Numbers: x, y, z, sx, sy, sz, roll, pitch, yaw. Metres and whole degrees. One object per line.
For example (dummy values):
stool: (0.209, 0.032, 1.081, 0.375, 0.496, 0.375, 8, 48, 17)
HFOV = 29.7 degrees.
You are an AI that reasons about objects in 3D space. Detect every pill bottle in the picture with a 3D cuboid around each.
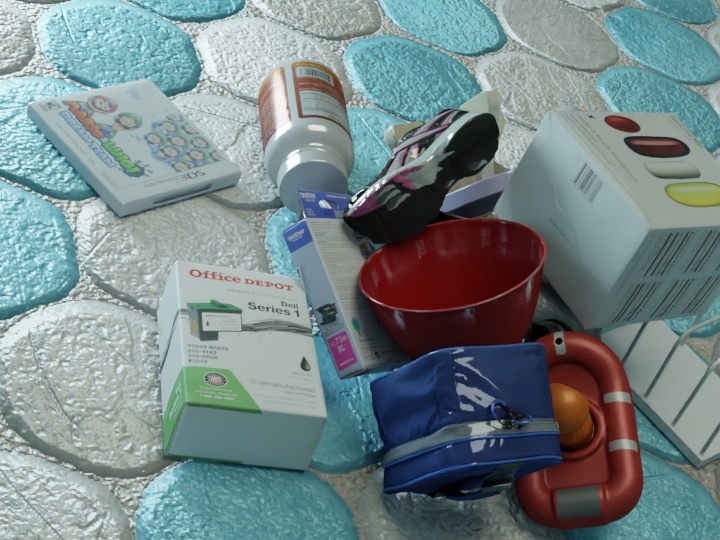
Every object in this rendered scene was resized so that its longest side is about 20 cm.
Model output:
pill bottle: (-0.066, -0.161, 1.664, 0.111, 0.113, 0.201, 10, 40, -17)

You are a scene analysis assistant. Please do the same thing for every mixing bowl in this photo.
mixing bowl: (0.103, 0.037, 1.422, 0.198, 0.109, 0.201, -9, 27, 5)

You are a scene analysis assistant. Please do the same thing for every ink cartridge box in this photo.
ink cartridge box: (-0.122, 0.091, 1.352, 0.145, 0.085, 0.201, 8, 40, -19)
ink cartridge box: (-0.017, 0.013, 1.443, 0.119, 0.042, 0.202, -2, 70, -61)

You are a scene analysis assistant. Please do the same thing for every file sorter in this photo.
file sorter: (0.390, 0.099, 1.576, 0.138, 0.125, 0.200, -15, 52, -38)

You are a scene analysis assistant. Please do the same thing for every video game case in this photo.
video game case: (-0.269, -0.152, 1.620, 0.181, 0.024, 0.200, -20, 54, -42)

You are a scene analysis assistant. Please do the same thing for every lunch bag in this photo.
lunch bag: (0.104, 0.152, 1.296, 0.135, 0.200, 0.134, -1, 75, -25)

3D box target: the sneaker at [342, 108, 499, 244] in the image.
sneaker: (0.059, -0.107, 1.489, 0.199, 0.081, 0.086, -36, 34, -16)

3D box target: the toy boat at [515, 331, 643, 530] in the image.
toy boat: (0.210, 0.151, 1.364, 0.129, 0.131, 0.202, -9, 59, 12)

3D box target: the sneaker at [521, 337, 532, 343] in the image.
sneaker: (0.155, 0.095, 1.480, 0.082, 0.072, 0.201, -6, 37, 11)

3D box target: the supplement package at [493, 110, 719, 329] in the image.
supplement package: (0.294, -0.060, 1.479, 0.198, 0.148, 0.192, -4, 47, -37)

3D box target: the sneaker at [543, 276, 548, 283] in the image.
sneaker: (0.318, 0.003, 1.701, 0.199, 0.081, 0.089, -15, 58, -33)

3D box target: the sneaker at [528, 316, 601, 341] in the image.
sneaker: (0.228, 0.128, 1.514, 0.087, 0.076, 0.201, 4, 34, -1)

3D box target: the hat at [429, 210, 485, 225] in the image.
hat: (0.111, -0.004, 1.567, 0.199, 0.201, 0.082, 15, 73, -10)

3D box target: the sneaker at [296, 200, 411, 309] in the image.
sneaker: (0.000, 0.000, 1.553, 0.200, 0.081, 0.083, 51, 30, 18)

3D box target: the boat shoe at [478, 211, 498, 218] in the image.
boat shoe: (0.152, -0.070, 1.719, 0.199, 0.063, 0.073, 30, 11, 5)

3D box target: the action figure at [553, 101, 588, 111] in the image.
action figure: (0.308, -0.144, 1.789, 0.194, 0.105, 0.200, 48, -5, -22)

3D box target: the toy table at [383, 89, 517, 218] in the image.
toy table: (0.119, -0.126, 1.605, 0.183, 0.199, 0.118, -10, 79, -49)

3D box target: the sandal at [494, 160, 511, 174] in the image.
sandal: (0.233, -0.104, 1.792, 0.199, 0.055, 0.082, 32, 38, 3)
